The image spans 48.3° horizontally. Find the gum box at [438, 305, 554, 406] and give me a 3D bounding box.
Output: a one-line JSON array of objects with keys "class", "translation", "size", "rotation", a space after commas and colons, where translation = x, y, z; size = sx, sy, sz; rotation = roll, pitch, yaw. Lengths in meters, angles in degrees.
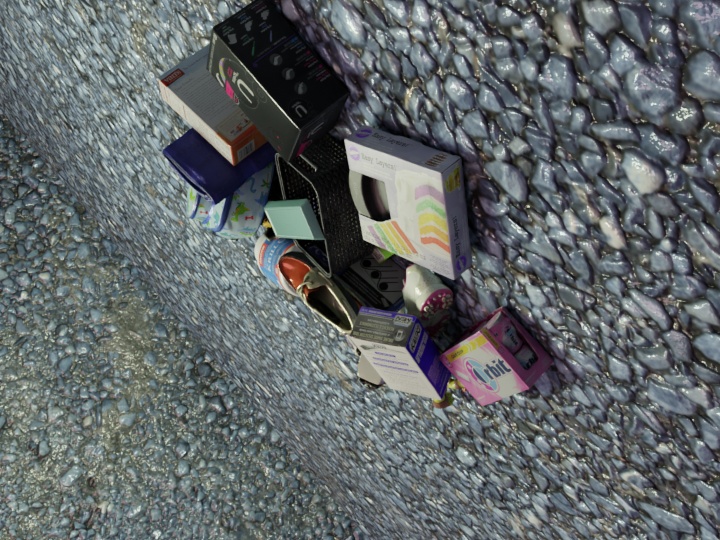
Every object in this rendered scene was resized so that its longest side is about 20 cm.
[{"class": "gum box", "translation": [0.213, 0.140, 1.279], "size": [0.114, 0.066, 0.200], "rotation": [47, 158, 3]}]

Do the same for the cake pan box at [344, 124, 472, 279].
[{"class": "cake pan box", "translation": [0.067, -0.101, 1.165], "size": [0.199, 0.052, 0.186], "rotation": [27, 139, 38]}]

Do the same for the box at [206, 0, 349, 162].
[{"class": "box", "translation": [-0.128, -0.287, 1.214], "size": [0.200, 0.106, 0.122], "rotation": [48, 159, 3]}]

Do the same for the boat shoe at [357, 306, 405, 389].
[{"class": "boat shoe", "translation": [0.052, 0.117, 1.499], "size": [0.074, 0.203, 0.092], "rotation": [20, -171, 27]}]

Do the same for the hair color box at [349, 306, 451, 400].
[{"class": "hair color box", "translation": [0.072, 0.143, 1.369], "size": [0.108, 0.065, 0.200], "rotation": [8, 153, 30]}]

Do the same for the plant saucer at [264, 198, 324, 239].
[{"class": "plant saucer", "translation": [-0.117, -0.083, 1.350], "size": [0.199, 0.019, 0.071], "rotation": [9, 124, 66]}]

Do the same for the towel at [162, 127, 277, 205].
[{"class": "towel", "translation": [-0.224, -0.212, 1.395], "size": [0.148, 0.200, 0.050], "rotation": [43, 160, 18]}]

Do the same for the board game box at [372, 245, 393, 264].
[{"class": "board game box", "translation": [0.040, -0.076, 1.326], "size": [0.096, 0.030, 0.200], "rotation": [52, 161, 0]}]

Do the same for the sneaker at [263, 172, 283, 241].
[{"class": "sneaker", "translation": [-0.150, -0.120, 1.542], "size": [0.070, 0.090, 0.201], "rotation": [44, 158, 15]}]

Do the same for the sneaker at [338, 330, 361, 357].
[{"class": "sneaker", "translation": [-0.026, 0.105, 1.682], "size": [0.083, 0.080, 0.202], "rotation": [34, 154, 50]}]

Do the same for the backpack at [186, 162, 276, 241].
[{"class": "backpack", "translation": [-0.245, -0.150, 1.501], "size": [0.145, 0.186, 0.200], "rotation": [11, -178, -23]}]

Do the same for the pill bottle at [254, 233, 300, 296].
[{"class": "pill bottle", "translation": [-0.149, -0.022, 1.654], "size": [0.199, 0.112, 0.113], "rotation": [24, 148, 60]}]

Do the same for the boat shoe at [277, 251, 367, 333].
[{"class": "boat shoe", "translation": [-0.071, 0.038, 1.387], "size": [0.199, 0.062, 0.072], "rotation": [39, 117, 14]}]

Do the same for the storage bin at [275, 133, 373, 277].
[{"class": "storage bin", "translation": [-0.057, -0.109, 1.333], "size": [0.135, 0.093, 0.202], "rotation": [43, 153, 40]}]

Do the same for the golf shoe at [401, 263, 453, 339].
[{"class": "golf shoe", "translation": [0.108, 0.057, 1.372], "size": [0.092, 0.075, 0.201], "rotation": [57, 161, 25]}]

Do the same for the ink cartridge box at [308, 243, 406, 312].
[{"class": "ink cartridge box", "translation": [0.000, 0.000, 1.436], "size": [0.199, 0.094, 0.044], "rotation": [39, 156, 25]}]

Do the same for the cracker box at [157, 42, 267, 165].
[{"class": "cracker box", "translation": [-0.232, -0.290, 1.374], "size": [0.200, 0.134, 0.058], "rotation": [43, 158, 18]}]

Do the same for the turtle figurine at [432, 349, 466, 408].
[{"class": "turtle figurine", "translation": [0.145, 0.197, 1.506], "size": [0.199, 0.064, 0.162], "rotation": [37, 155, 30]}]
